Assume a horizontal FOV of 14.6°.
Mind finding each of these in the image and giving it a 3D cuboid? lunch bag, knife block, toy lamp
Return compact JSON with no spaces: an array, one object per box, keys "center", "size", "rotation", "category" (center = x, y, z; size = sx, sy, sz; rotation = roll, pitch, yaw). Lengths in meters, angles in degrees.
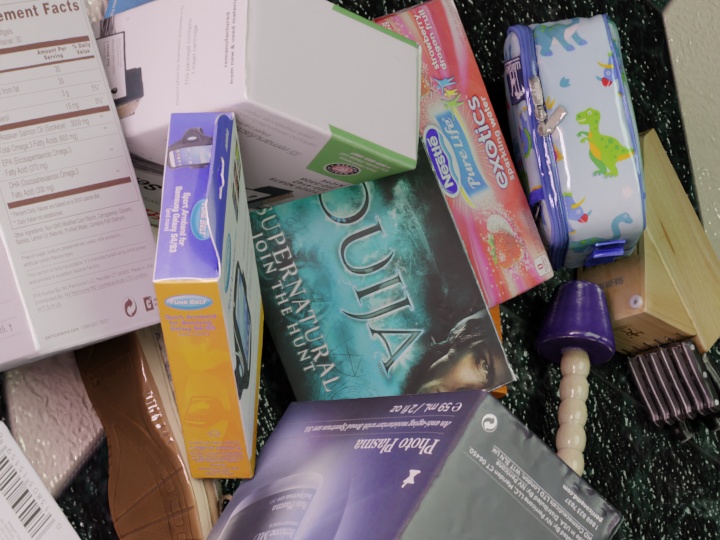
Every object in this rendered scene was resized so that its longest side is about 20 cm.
[{"center":[0.146,-0.082,1.906],"size":[0.200,0.082,0.161],"rotation":[68,12,-84],"category":"lunch bag"},{"center":[0.234,0.018,2.056],"size":[0.175,0.064,0.201],"rotation":[25,58,-44],"category":"knife block"},{"center":[0.145,0.103,1.926],"size":[0.058,0.058,0.201],"rotation":[29,55,-40],"category":"toy lamp"}]

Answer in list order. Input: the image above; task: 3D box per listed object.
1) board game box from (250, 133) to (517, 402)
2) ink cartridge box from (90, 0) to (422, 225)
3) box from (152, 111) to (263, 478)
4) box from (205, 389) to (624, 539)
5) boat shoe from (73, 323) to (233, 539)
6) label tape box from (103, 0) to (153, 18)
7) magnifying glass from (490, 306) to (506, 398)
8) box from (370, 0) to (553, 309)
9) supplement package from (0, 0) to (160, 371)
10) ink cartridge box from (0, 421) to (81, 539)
[{"center":[0.000,0.000,1.743],"size":[0.028,0.135,0.201],"rotation":[-128,-164,-85],"category":"board game box"},{"center":[-0.086,-0.093,1.613],"size":[0.146,0.200,0.085],"rotation":[19,65,-44],"category":"ink cartridge box"},{"center":[-0.082,0.008,1.523],"size":[0.200,0.041,0.119],"rotation":[81,9,-50],"category":"box"},{"center":[0.002,0.178,1.505],"size":[0.123,0.200,0.199],"rotation":[42,65,-22],"category":"box"},{"center":[-0.108,0.099,1.614],"size":[0.063,0.073,0.201],"rotation":[-9,83,-48],"category":"boat shoe"},{"center":[-0.054,-0.207,1.689],"size":[0.063,0.200,0.145],"rotation":[39,50,-35],"category":"label tape box"},{"center":[0.079,-0.012,1.921],"size":[0.079,0.022,0.201],"rotation":[13,65,-47],"category":"magnifying glass"},{"center":[0.032,-0.064,1.822],"size":[0.102,0.094,0.201],"rotation":[-24,95,-50],"category":"box"},{"center":[-0.202,-0.047,1.521],"size":[0.117,0.117,0.201],"rotation":[-16,88,-51],"category":"supplement package"},{"center":[-0.196,0.210,1.493],"size":[0.200,0.043,0.174],"rotation":[59,42,-17],"category":"ink cartridge box"}]
